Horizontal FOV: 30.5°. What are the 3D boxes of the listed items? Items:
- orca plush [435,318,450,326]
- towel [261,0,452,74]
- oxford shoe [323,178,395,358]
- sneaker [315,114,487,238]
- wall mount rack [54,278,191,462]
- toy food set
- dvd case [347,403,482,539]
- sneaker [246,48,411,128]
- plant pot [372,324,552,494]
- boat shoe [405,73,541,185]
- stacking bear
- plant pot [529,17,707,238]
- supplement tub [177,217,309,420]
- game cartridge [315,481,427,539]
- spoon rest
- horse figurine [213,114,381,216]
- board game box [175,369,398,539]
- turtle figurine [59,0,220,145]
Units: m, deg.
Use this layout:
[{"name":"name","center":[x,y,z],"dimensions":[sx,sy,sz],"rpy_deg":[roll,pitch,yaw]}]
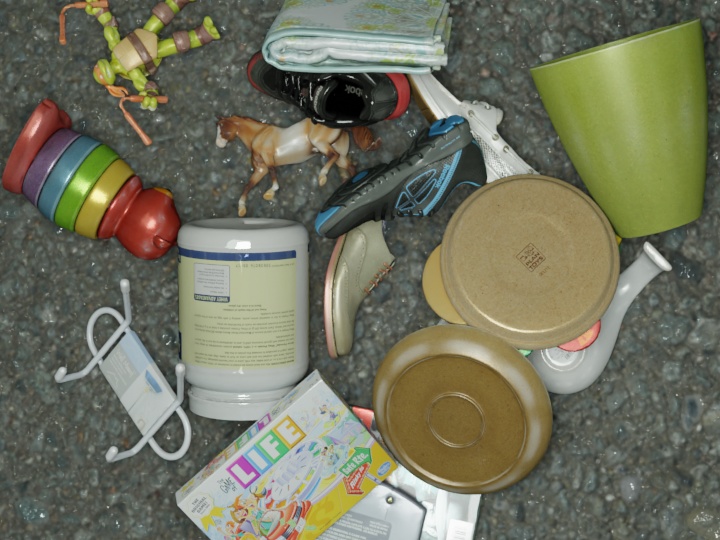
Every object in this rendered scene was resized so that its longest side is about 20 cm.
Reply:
[{"name":"orca plush","center":[0.150,0.050,1.462],"dimensions":[0.105,0.071,0.201],"rpy_deg":[26,72,31]},{"name":"towel","center":[0.002,-0.262,1.451],"dimensions":[0.197,0.172,0.049],"rpy_deg":[5,117,5]},{"name":"oxford shoe","center":[0.000,0.000,1.472],"dimensions":[0.073,0.071,0.203],"rpy_deg":[8,86,4]},{"name":"sneaker","center":[0.045,-0.081,1.414],"dimensions":[0.199,0.073,0.082],"rpy_deg":[-31,111,2]},{"name":"wall mount rack","center":[-0.250,0.110,1.453],"dimensions":[0.174,0.074,0.201],"rpy_deg":[-48,69,27]},{"name":"toy food set","center":[0.179,-0.005,1.402],"dimensions":[0.196,0.049,0.201],"rpy_deg":[30,76,12]},{"name":"dvd case","center":[0.038,0.234,1.471],"dimensions":[0.197,0.022,0.148],"rpy_deg":[10,86,8]},{"name":"sneaker","center":[-0.048,-0.205,1.465],"dimensions":[0.198,0.098,0.072],"rpy_deg":[16,117,21]},{"name":"plant pot","center":[0.103,0.155,1.400],"dimensions":[0.197,0.028,0.203],"rpy_deg":[7,114,15]},{"name":"boat shoe","center":[0.130,-0.156,1.474],"dimensions":[0.069,0.071,0.201],"rpy_deg":[-40,92,1]},{"name":"stacking bear","center":[-0.292,-0.087,1.494],"dimensions":[0.199,0.121,0.115],"rpy_deg":[32,87,0]},{"name":"plant pot","center":[0.295,-0.145,1.414],"dimensions":[0.185,0.187,0.203],"rpy_deg":[-16,98,4]},{"name":"supplement tub","center":[-0.126,0.049,1.432],"dimensions":[0.143,0.145,0.203],"rpy_deg":[1,98,6]},{"name":"game cartridge","center":[-0.033,0.281,1.447],"dimensions":[0.197,0.042,0.135],"rpy_deg":[15,83,8]},{"name":"spoon rest","center":[0.259,0.052,1.454],"dimensions":[0.200,0.061,0.100],"rpy_deg":[-45,81,14]},{"name":"horse figurine","center":[-0.069,-0.133,1.486],"dimensions":[0.197,0.050,0.134],"rpy_deg":[-11,50,10]},{"name":"board game box","center":[-0.077,0.221,1.395],"dimensions":[0.200,0.034,0.135],"rpy_deg":[-41,109,2]},{"name":"turtle figurine","center":[-0.243,-0.249,1.521],"dimensions":[0.160,0.064,0.201],"rpy_deg":[-32,74,-5]}]
